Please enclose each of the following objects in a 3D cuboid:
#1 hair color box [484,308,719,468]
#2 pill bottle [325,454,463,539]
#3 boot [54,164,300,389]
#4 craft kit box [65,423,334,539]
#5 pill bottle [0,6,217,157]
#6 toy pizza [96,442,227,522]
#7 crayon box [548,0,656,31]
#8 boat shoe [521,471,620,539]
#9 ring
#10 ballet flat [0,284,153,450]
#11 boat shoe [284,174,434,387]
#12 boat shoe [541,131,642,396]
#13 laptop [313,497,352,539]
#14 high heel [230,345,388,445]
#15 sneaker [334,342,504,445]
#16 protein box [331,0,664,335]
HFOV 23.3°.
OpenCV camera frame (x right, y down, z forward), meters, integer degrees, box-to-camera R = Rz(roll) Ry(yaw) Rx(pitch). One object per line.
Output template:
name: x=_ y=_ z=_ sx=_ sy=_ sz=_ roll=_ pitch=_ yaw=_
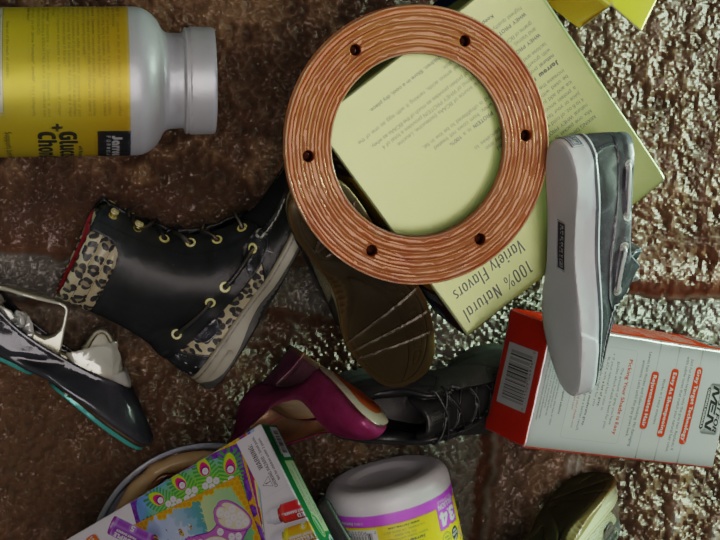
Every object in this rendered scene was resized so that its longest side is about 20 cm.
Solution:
hair color box: x=0.204 y=0.096 z=1.409 sx=0.198 sy=0.061 sz=0.103 roll=10 pitch=95 yaw=-31
pill bottle: x=0.040 y=0.260 z=1.416 sx=0.103 sy=0.104 sz=0.202 roll=-13 pitch=100 yaw=-7
boot: x=-0.131 y=-0.027 z=1.362 sx=0.153 sy=0.074 sz=0.205 roll=28 pitch=96 yaw=-13
craft kit box: x=-0.106 y=0.250 z=1.307 sx=0.196 sy=0.048 sz=0.201 roll=-32 pitch=77 yaw=12
pill bottle: x=-0.209 y=-0.142 z=1.316 sx=0.197 sy=0.112 sz=0.114 roll=-1 pitch=98 yaw=-8
toy pizza: x=-0.123 y=0.241 z=1.424 sx=0.198 sy=0.032 sz=0.203 roll=-1 pitch=98 yaw=-9
crayon box: x=0.156 y=-0.282 z=1.363 sx=0.199 sy=0.051 sz=0.128 roll=36 pitch=65 yaw=-11
boat shoe: x=0.157 y=0.245 z=1.416 sx=0.201 sy=0.071 sz=0.066 roll=-44 pitch=115 yaw=-38
ring: x=0.040 y=-0.091 z=1.268 sx=0.198 sy=0.019 sz=0.203 roll=-1 pitch=96 yaw=-12
ballet flat: x=-0.235 y=0.064 z=1.364 sx=0.199 sy=0.073 sz=0.073 roll=33 pitch=92 yaw=-10
boat shoe: x=0.000 y=0.000 z=1.338 sx=0.073 sy=0.065 sz=0.201 roll=-25 pitch=121 yaw=0
boat shoe: x=0.175 y=-0.005 z=1.287 sx=0.067 sy=0.072 sz=0.202 roll=-9 pitch=109 yaw=-17
laptop: x=-0.040 y=0.312 z=1.364 sx=0.186 sy=0.116 sz=0.201 roll=-33 pitch=77 yaw=8
high heel: x=-0.042 y=0.122 z=1.337 sx=0.067 sy=0.200 sz=0.097 roll=36 pitch=86 yaw=-17
sneaker: x=0.070 y=0.110 z=1.408 sx=0.198 sy=0.091 sz=0.077 roll=-12 pitch=99 yaw=-9
protein box: x=0.088 y=-0.097 z=1.358 sx=0.198 sy=0.135 sz=0.201 roll=-38 pitch=101 yaw=-3
